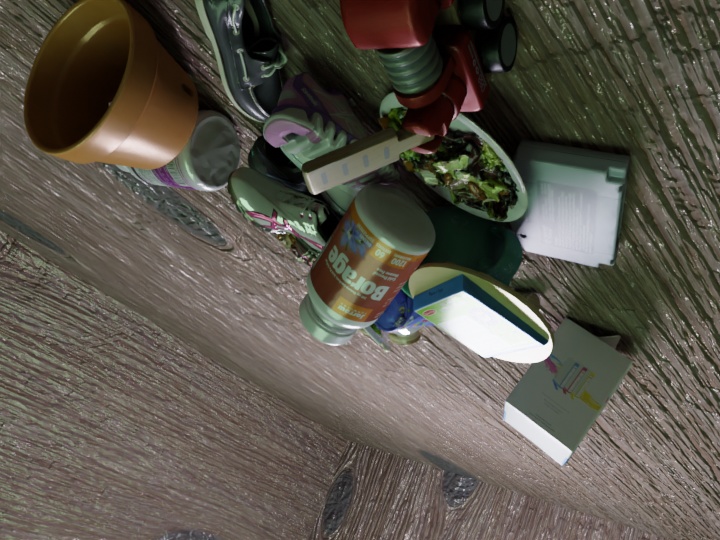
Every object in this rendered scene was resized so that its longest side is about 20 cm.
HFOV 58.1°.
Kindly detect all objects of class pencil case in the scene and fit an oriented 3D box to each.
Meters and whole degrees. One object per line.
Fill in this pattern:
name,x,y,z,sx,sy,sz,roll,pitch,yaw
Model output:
pencil case,0.102,0.048,1.011,0.198,0.079,0.087,-3,152,-45

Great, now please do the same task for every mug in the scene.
mug,0.147,-0.015,0.877,0.182,0.116,0.152,10,155,33

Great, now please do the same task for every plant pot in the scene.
plant pot,-0.300,-0.218,0.814,0.197,0.204,0.139,10,173,33

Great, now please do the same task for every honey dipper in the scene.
honey dipper,0.208,0.052,1.084,0.038,0.038,0.198,38,158,-33

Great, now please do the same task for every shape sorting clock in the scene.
shape sorting clock,0.150,0.054,0.818,0.197,0.040,0.201,25,158,11

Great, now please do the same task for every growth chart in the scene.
growth chart,0.005,0.066,1.174,0.145,0.018,0.200,44,-167,-15

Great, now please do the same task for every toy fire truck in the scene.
toy fire truck,0.026,-0.166,0.525,0.127,0.203,0.176,10,156,32

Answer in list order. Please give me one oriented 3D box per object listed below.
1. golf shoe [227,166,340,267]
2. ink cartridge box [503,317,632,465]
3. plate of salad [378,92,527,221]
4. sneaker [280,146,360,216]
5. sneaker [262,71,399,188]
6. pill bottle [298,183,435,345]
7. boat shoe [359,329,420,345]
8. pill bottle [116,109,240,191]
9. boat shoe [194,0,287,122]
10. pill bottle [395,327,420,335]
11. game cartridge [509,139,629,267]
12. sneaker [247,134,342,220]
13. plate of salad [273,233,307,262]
golf shoe,-0.085,-0.081,0.876,0.199,0.073,0.092,35,139,-22
ink cartridge box,0.341,0.189,1.059,0.124,0.201,0.129,34,165,24
plate of salad,0.095,-0.115,0.718,0.199,0.048,0.200,38,167,10
sneaker,-0.024,-0.128,0.855,0.199,0.074,0.070,37,160,-29
sneaker,-0.023,-0.164,0.764,0.080,0.090,0.198,-14,153,41
pill bottle,0.000,0.000,0.823,0.111,0.113,0.201,28,125,-10
boat shoe,0.049,0.097,1.345,0.198,0.071,0.066,13,123,50
pill bottle,-0.282,-0.182,0.964,0.197,0.114,0.112,11,156,33
boat shoe,-0.114,-0.233,0.707,0.062,0.073,0.201,18,154,23
pill bottle,0.041,0.024,1.088,0.114,0.117,0.200,10,156,34
game cartridge,0.234,-0.074,0.749,0.131,0.041,0.201,12,156,23
sneaker,-0.068,-0.125,0.912,0.197,0.076,0.079,27,157,-7
plate of salad,-0.115,-0.062,1.062,0.201,0.048,0.201,51,167,16
